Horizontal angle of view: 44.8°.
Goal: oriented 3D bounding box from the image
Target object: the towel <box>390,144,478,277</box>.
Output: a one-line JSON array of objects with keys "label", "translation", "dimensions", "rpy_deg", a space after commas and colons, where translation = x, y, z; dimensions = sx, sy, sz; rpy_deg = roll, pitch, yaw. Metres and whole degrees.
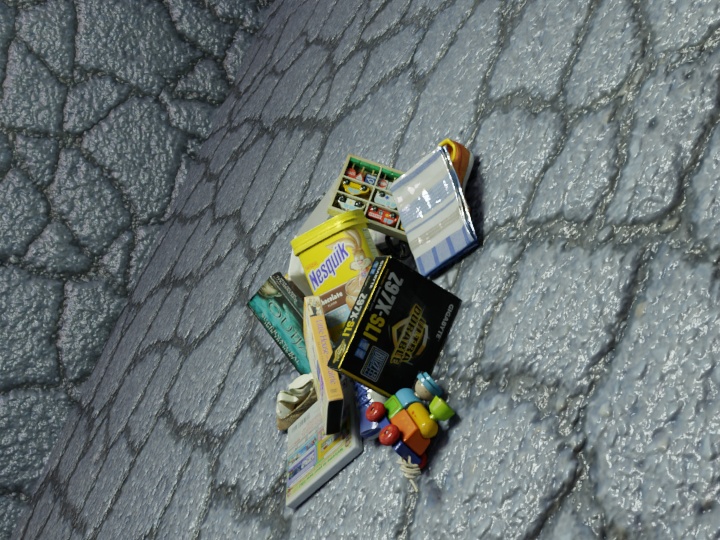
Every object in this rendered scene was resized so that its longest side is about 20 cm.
[{"label": "towel", "translation": [0.126, -0.102, 1.538], "dimensions": [0.147, 0.024, 0.200], "rpy_deg": [-35, 61, 38]}]

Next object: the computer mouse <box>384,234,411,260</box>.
[{"label": "computer mouse", "translation": [0.069, -0.092, 1.670], "dimensions": [0.034, 0.058, 0.200], "rpy_deg": [98, 172, -49]}]

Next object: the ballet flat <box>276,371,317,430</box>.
[{"label": "ballet flat", "translation": [-0.121, 0.242, 1.690], "dimensions": [0.200, 0.065, 0.071], "rpy_deg": [-45, 32, 31]}]

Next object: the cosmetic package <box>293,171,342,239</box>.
[{"label": "cosmetic package", "translation": [-0.058, -0.106, 1.935], "dimensions": [0.200, 0.090, 0.107], "rpy_deg": [-55, 24, 18]}]

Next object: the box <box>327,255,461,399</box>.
[{"label": "box", "translation": [0.056, 0.099, 1.400], "dimensions": [0.049, 0.160, 0.200], "rpy_deg": [-1, 61, 62]}]

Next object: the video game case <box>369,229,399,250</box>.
[{"label": "video game case", "translation": [0.033, -0.109, 1.757], "dimensions": [0.200, 0.022, 0.183], "rpy_deg": [-19, 43, 25]}]

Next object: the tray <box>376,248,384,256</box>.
[{"label": "tray", "translation": [0.000, 0.000, 1.616], "dimensions": [0.200, 0.037, 0.099], "rpy_deg": [47, 111, 19]}]

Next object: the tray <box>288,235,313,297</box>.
[{"label": "tray", "translation": [-0.073, 0.028, 1.697], "dimensions": [0.022, 0.200, 0.108], "rpy_deg": [-18, 43, 25]}]

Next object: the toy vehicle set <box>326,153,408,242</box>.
[{"label": "toy vehicle set", "translation": [0.051, -0.130, 1.625], "dimensions": [0.027, 0.200, 0.124], "rpy_deg": [109, 180, -66]}]

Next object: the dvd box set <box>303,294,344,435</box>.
[{"label": "dvd box set", "translation": [-0.065, 0.164, 1.504], "dimensions": [0.146, 0.029, 0.200], "rpy_deg": [96, 162, -56]}]

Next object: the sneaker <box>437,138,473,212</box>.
[{"label": "sneaker", "translation": [0.154, -0.144, 1.575], "dimensions": [0.073, 0.077, 0.200], "rpy_deg": [-29, 48, 47]}]

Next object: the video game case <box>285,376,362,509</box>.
[{"label": "video game case", "translation": [-0.068, 0.304, 1.576], "dimensions": [0.200, 0.022, 0.182], "rpy_deg": [-45, 28, 28]}]

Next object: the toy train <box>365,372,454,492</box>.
[{"label": "toy train", "translation": [0.094, 0.235, 1.288], "dimensions": [0.116, 0.085, 0.200], "rpy_deg": [-44, 26, 2]}]

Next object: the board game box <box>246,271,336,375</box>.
[{"label": "board game box", "translation": [-0.130, 0.111, 1.694], "dimensions": [0.028, 0.200, 0.135], "rpy_deg": [-35, -6, -38]}]

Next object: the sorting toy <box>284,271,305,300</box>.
[{"label": "sorting toy", "translation": [-0.121, 0.031, 1.794], "dimensions": [0.185, 0.036, 0.200], "rpy_deg": [-54, -17, -45]}]

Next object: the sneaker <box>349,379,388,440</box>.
[{"label": "sneaker", "translation": [0.004, 0.178, 1.465], "dimensions": [0.081, 0.115, 0.200], "rpy_deg": [-36, 33, 43]}]

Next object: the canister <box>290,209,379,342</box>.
[{"label": "canister", "translation": [-0.023, 0.012, 1.558], "dimensions": [0.148, 0.087, 0.200], "rpy_deg": [-27, 82, 30]}]
